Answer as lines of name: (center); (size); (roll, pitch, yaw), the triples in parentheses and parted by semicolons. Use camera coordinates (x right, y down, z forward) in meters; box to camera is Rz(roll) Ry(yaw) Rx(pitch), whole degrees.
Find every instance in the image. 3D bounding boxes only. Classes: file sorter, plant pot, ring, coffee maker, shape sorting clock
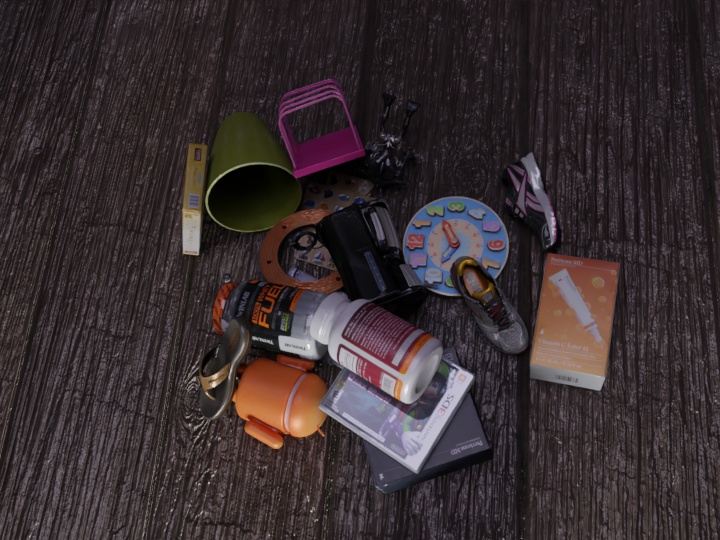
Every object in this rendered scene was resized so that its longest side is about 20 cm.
file sorter: (-0.081, -0.282, 1.483); (0.138, 0.126, 0.200); (-18, 23, 2)
plant pot: (-0.224, -0.214, 1.529); (0.186, 0.188, 0.201); (-19, 54, 4)
ring: (-0.095, -0.031, 1.479); (0.198, 0.019, 0.202); (-2, 59, 4)
coffee maker: (0.000, 0.000, 1.384); (0.191, 0.135, 0.201); (-28, 62, 13)
shape sorting clock: (0.177, -0.048, 1.440); (0.198, 0.039, 0.202); (-4, 68, 11)

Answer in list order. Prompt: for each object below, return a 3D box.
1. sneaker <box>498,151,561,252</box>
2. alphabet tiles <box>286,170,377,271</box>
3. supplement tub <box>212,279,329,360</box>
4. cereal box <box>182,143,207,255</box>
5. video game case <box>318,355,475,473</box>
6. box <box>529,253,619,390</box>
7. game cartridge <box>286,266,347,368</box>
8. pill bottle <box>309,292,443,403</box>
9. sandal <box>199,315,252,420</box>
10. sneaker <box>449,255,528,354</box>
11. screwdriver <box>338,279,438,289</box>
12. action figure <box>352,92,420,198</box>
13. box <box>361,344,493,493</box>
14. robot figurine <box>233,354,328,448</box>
sneaker: (0.312, -0.116, 1.428); (0.086, 0.080, 0.202); (-20, 58, 17)
alphabet tiles: (-0.050, -0.100, 1.528); (0.165, 0.006, 0.202); (16, 73, 18)
supplement tub: (-0.154, 0.085, 1.380); (0.198, 0.123, 0.124); (9, 71, 15)
cereal box: (-0.324, -0.134, 1.498); (0.039, 0.200, 0.145); (5, 67, -12)
video game case: (0.059, 0.200, 1.264); (0.199, 0.023, 0.183); (29, 76, 23)
box: (0.364, 0.087, 1.315); (0.123, 0.098, 0.202); (8, 71, 15)
game cartridge: (-0.079, 0.090, 1.446); (0.199, 0.038, 0.130); (27, 81, 21)
pill bottle: (0.023, 0.117, 1.233); (0.199, 0.113, 0.113); (29, 77, 21)
sandal: (-0.243, 0.166, 1.322); (0.082, 0.054, 0.201); (47, 120, 38)
sneaker: (0.223, 0.063, 1.353); (0.078, 0.082, 0.201); (-37, 82, 0)
screwdriver: (0.050, 0.027, 1.440); (0.198, 0.029, 0.028); (3, 67, 15)
action figure: (0.058, -0.237, 1.511); (0.118, 0.102, 0.202); (18, 100, 10)
box: (0.100, 0.254, 1.303); (0.198, 0.104, 0.183); (-19, 64, 5)
robot figurine: (-0.141, 0.226, 1.361); (0.198, 0.118, 0.144); (15, 28, 17)
